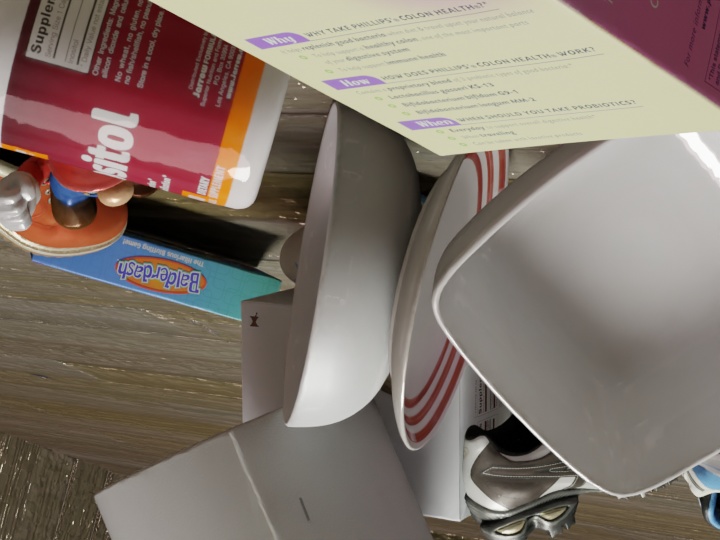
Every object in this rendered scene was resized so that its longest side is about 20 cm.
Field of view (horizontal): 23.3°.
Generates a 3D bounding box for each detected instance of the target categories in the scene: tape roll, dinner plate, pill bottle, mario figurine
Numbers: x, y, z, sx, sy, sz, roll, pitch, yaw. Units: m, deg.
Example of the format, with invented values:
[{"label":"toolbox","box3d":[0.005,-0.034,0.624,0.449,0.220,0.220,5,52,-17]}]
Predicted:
[{"label":"tape roll","box3d":[-0.062,0.174,1.181,0.202,0.139,0.203,-23,173,-3]},{"label":"dinner plate","box3d":[0.049,0.006,1.024,0.024,0.200,0.200,16,168,15]},{"label":"pill bottle","box3d":[-0.140,-0.109,0.928,0.200,0.113,0.113,15,167,-5]},{"label":"mario figurine","box3d":[-0.170,-0.062,1.150,0.106,0.124,0.200,26,171,1]}]

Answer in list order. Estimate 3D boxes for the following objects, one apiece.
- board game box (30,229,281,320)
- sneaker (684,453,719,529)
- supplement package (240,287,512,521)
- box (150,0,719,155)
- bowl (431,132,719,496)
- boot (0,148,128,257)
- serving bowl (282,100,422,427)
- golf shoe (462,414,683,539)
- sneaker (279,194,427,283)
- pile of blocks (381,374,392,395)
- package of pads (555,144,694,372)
[{"label":"board game box","box3d":[-0.176,-0.004,1.473,0.200,0.045,0.152,16,180,-11]},{"label":"sneaker","box3d":[0.225,0.116,1.111,0.072,0.073,0.200,31,-172,-26]},{"label":"supplement package","box3d":[0.041,0.087,1.340,0.191,0.147,0.200,5,-170,31]},{"label":"box","box3d":[0.038,-0.130,0.705,0.200,0.097,0.176,24,163,-40]},{"label":"bowl","box3d":[0.157,0.003,0.957,0.200,0.075,0.200,-37,114,17]},{"label":"boot","box3d":[-0.238,-0.065,1.305,0.107,0.075,0.200,-16,155,41]},{"label":"serving bowl","box3d":[0.000,0.000,1.063,0.066,0.200,0.200,9,167,-5]},{"label":"golf shoe","box3d":[0.162,0.113,1.215,0.200,0.095,0.078,-24,-158,-17]},{"label":"sneaker","box3d":[-0.005,-0.027,1.252,0.072,0.072,0.200,41,157,-23]},{"label":"pile of blocks","box3d":[0.084,0.012,1.171,0.082,0.200,0.062,53,176,38]},{"label":"package of pads","box3d":[0.196,0.007,1.051,0.200,0.121,0.076,15,-161,-8]}]
